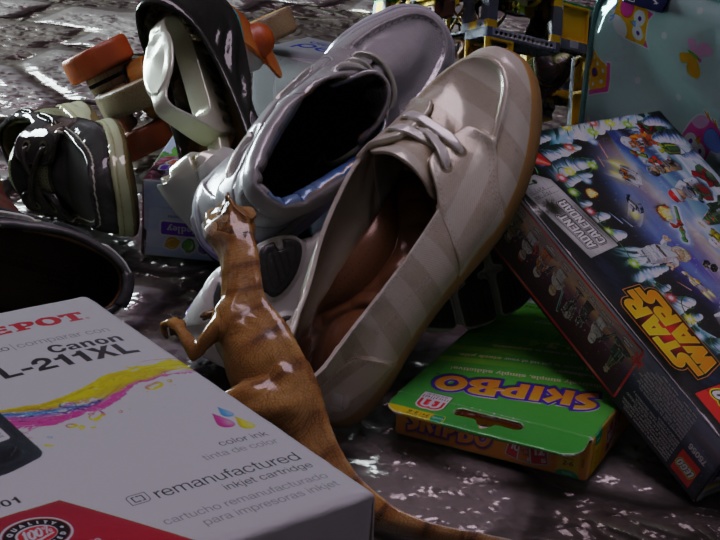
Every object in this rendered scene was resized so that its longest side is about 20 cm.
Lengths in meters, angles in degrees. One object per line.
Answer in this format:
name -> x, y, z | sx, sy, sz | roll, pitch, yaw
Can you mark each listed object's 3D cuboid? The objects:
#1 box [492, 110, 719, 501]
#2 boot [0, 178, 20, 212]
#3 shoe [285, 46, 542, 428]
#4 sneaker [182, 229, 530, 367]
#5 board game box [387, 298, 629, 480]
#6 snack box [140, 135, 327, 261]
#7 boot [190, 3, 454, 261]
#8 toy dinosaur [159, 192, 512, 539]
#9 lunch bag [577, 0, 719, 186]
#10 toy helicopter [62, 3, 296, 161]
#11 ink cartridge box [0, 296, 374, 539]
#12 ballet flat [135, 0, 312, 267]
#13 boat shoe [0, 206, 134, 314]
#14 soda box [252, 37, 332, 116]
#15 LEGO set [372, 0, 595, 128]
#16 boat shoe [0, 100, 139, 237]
box -> 0.152, 0.008, 0.792 | 0.136, 0.040, 0.200 | -13, 54, -37
boot -> -0.274, -0.063, 0.883 | 0.187, 0.069, 0.200 | 6, 32, -26
shoe -> 0.022, -0.021, 0.754 | 0.070, 0.201, 0.053 | 23, -11, 31
sneaker -> 0.000, 0.000, 0.834 | 0.199, 0.081, 0.083 | -13, 1, -21
board game box -> 0.093, 0.050, 0.806 | 0.095, 0.030, 0.200 | 12, 19, 22
snack box -> -0.023, -0.045, 0.999 | 0.198, 0.053, 0.142 | 6, 19, 2
boot -> 0.000, -0.081, 0.842 | 0.200, 0.074, 0.095 | -49, 9, -28
toy dinosaur -> -0.035, 0.060, 0.685 | 0.201, 0.106, 0.060 | 58, 18, 16
lunch bag -> 0.194, -0.068, 0.893 | 0.077, 0.202, 0.160 | -12, 28, -35
toy helicopter -> -0.097, -0.149, 1.114 | 0.132, 0.079, 0.200 | -19, 12, 35
ink cartridge box -> -0.112, 0.090, 0.578 | 0.145, 0.084, 0.199 | -12, 27, -36
ballet flat -> -0.084, -0.067, 0.896 | 0.068, 0.068, 0.201 | 7, 56, -49
boat shoe -> -0.206, -0.005, 0.779 | 0.199, 0.072, 0.067 | 8, 5, -29
soda box -> 0.016, -0.117, 1.183 | 0.199, 0.064, 0.068 | 18, 25, 33
LEGO set -> 0.098, -0.101, 1.015 | 0.199, 0.117, 0.153 | 9, -6, -42
boat shoe -> -0.181, -0.061, 0.994 | 0.065, 0.072, 0.201 | -9, 18, -18
